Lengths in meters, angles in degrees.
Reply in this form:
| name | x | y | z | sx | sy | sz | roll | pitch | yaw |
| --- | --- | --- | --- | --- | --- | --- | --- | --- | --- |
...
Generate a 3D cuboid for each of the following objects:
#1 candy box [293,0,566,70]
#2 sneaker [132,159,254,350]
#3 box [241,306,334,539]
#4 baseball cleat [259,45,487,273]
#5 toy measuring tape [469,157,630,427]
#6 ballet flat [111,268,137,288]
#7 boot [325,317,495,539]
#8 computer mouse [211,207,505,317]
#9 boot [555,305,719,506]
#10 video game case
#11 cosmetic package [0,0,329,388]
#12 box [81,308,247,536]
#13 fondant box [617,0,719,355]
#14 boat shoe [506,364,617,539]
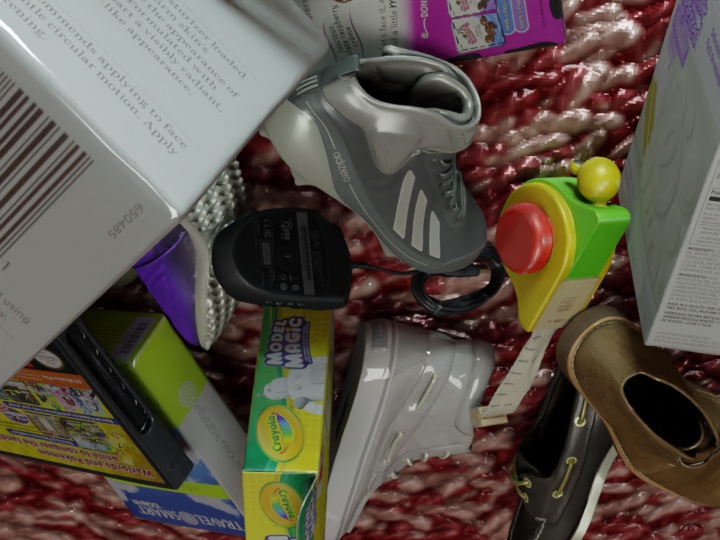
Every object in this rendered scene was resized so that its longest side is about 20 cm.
| name | x | y | z | sx | sy | sz | roll | pitch | yaw |
| --- | --- | --- | --- | --- | --- | --- | --- | --- | --- |
| candy box | -0.003 | -0.170 | 0.740 | 0.200 | 0.061 | 0.137 | -9 | 130 | 7 |
| sneaker | -0.122 | -0.035 | 0.856 | 0.099 | 0.070 | 0.200 | 18 | 144 | 16 |
| box | -0.042 | 0.107 | 0.881 | 0.048 | 0.200 | 0.118 | 0 | 130 | 0 |
| baseball cleat | 0.036 | -0.055 | 0.785 | 0.106 | 0.070 | 0.200 | -20 | 152 | 30 |
| toy measuring tape | 0.102 | 0.007 | 0.879 | 0.073 | 0.074 | 0.200 | 15 | 127 | -12 |
| ballet flat | -0.219 | -0.030 | 0.856 | 0.200 | 0.070 | 0.069 | 33 | 123 | -25 |
| boot | 0.028 | 0.119 | 0.974 | 0.095 | 0.074 | 0.200 | 10 | 132 | -8 |
| computer mouse | 0.000 | 0.000 | 0.866 | 0.200 | 0.059 | 0.034 | 6 | 160 | -30 |
| boot | 0.197 | 0.104 | 0.892 | 0.074 | 0.075 | 0.200 | -46 | 126 | 4 |
| video game case | -0.219 | 0.057 | 0.892 | 0.200 | 0.026 | 0.181 | 4 | 137 | 39 |
| cosmetic package | -0.147 | -0.077 | 0.642 | 0.165 | 0.200 | 0.165 | 45 | 121 | -8 |
| box | -0.133 | 0.107 | 0.954 | 0.122 | 0.048 | 0.200 | 2 | 137 | 36 |
| fondant box | 0.193 | -0.076 | 0.761 | 0.058 | 0.144 | 0.200 | 8 | 130 | -4 |
| boat shoe | 0.135 | 0.124 | 0.980 | 0.060 | 0.072 | 0.201 | 13 | 121 | -14 |
